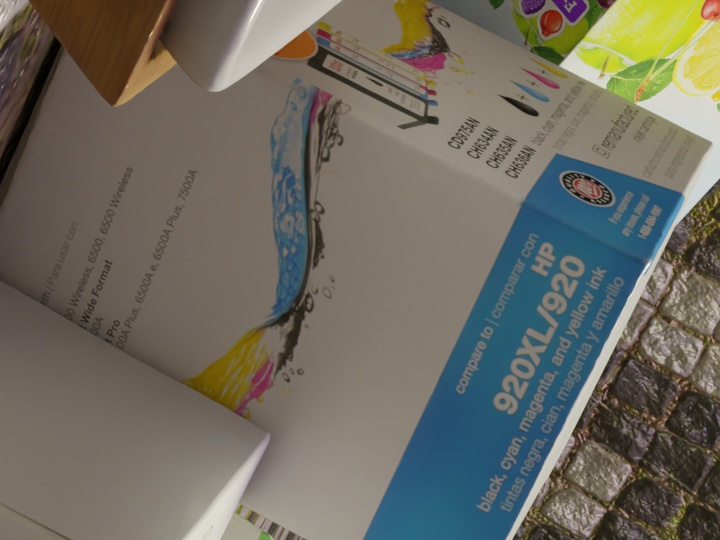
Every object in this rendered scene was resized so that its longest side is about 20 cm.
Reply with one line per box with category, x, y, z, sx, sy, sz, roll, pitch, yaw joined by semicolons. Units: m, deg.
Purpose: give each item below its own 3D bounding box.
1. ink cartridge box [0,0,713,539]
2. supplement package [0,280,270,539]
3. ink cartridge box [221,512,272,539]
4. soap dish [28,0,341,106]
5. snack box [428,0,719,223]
ink cartridge box;-0.008;-0.010;0.968;0.145;0.200;0.147;-65;174;23
supplement package;-0.133;0.123;0.901;0.200;0.120;0.121;-64;174;25
ink cartridge box;-0.137;0.207;1.339;0.200;0.084;0.146;-54;-173;32
soap dish;-0.019;-0.144;0.786;0.157;0.081;0.200;-63;175;24
snack box;0.078;-0.060;1.101;0.169;0.068;0.200;5;134;-52
